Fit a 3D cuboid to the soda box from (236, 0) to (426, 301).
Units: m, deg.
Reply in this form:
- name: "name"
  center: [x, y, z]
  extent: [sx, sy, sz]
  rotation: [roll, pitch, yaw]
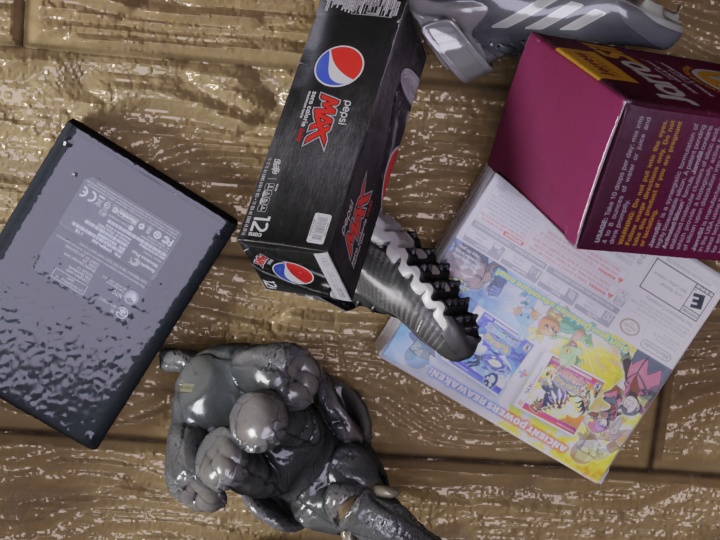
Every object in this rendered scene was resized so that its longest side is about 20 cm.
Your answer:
- name: "soda box"
  center: [-0.015, -0.084, 0.850]
  extent: [0.063, 0.071, 0.201]
  rotation: [8, 64, 19]

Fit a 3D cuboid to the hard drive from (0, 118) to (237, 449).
- name: "hard drive"
  center: [-0.200, 0.013, 0.932]
  extent: [0.139, 0.033, 0.200]
  rotation: [32, 98, -10]

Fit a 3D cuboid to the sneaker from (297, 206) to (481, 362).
- name: "sneaker"
  center: [0.000, 0.000, 0.909]
  extent: [0.091, 0.066, 0.200]
  rotation: [-46, 74, 17]

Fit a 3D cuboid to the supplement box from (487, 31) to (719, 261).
- name: "supplement box"
  center: [0.208, -0.079, 0.861]
  extent: [0.199, 0.131, 0.104]
  rotation: [4, 117, -25]

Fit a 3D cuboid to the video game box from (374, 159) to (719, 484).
- name: "video game box"
  center: [0.141, 0.032, 0.957]
  extent: [0.200, 0.047, 0.183]
  rotation: [31, 95, -10]

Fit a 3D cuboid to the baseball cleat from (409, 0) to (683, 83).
- name: "baseball cleat"
  center: [0.120, -0.173, 0.909]
  extent: [0.199, 0.070, 0.107]
  rotation: [21, 107, 1]

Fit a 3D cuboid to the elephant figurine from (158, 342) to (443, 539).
- name: "elephant figurine"
  center: [-0.038, 0.140, 0.930]
  extent: [0.141, 0.156, 0.200]
  rotation: [-25, 135, 35]
